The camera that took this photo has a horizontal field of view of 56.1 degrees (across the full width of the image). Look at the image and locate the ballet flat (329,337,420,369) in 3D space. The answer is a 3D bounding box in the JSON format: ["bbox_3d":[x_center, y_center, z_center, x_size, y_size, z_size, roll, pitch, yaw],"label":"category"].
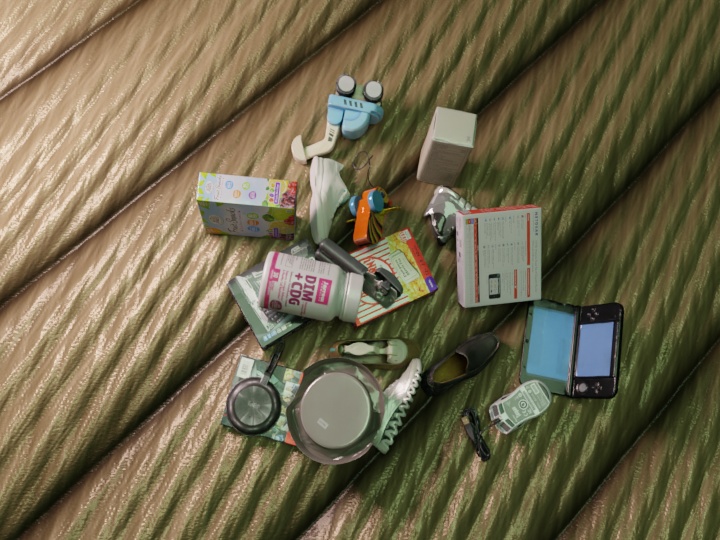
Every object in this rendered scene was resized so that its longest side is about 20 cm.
[{"bbox_3d":[0.034,0.167,1.399,0.195,0.072,0.069,4,75,-5],"label":"ballet flat"}]

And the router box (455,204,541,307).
[{"bbox_3d":[0.297,-0.031,1.451,0.175,0.049,0.205,-5,103,-8],"label":"router box"}]

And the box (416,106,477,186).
[{"bbox_3d":[0.185,-0.264,1.472,0.093,0.200,0.079,11,72,-3],"label":"box"}]

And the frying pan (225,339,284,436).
[{"bbox_3d":[-0.187,0.244,1.357,0.115,0.031,0.190,45,78,6],"label":"frying pan"}]

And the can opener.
[{"bbox_3d":[0.000,0.000,1.416,0.199,0.054,0.067,38,42,6],"label":"can opener"}]

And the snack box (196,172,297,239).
[{"bbox_3d":[-0.231,-0.130,1.405,0.195,0.169,0.069,5,70,-4],"label":"snack box"}]

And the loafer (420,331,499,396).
[{"bbox_3d":[0.217,0.193,1.412,0.198,0.072,0.073,-35,79,-15],"label":"loafer"}]

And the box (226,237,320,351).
[{"bbox_3d":[-0.159,0.048,1.423,0.198,0.050,0.160,-29,80,-13],"label":"box"}]

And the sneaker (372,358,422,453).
[{"bbox_3d":[0.066,0.265,1.377,0.080,0.075,0.203,25,75,11],"label":"sneaker"}]

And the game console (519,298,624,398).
[{"bbox_3d":[0.447,0.158,1.429,0.115,0.175,0.204,21,71,-29],"label":"game console"}]

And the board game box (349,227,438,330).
[{"bbox_3d":[0.047,0.017,1.457,0.197,0.046,0.154,-24,78,-12],"label":"board game box"}]

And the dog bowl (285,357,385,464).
[{"bbox_3d":[-0.046,0.276,1.328,0.195,0.059,0.205,-2,74,7],"label":"dog bowl"}]

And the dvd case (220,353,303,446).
[{"bbox_3d":[-0.170,0.268,1.375,0.196,0.022,0.149,16,73,-3],"label":"dvd case"}]

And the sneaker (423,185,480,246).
[{"bbox_3d":[0.227,-0.089,1.502,0.198,0.075,0.117,34,82,9],"label":"sneaker"}]

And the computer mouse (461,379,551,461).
[{"bbox_3d":[0.309,0.301,1.409,0.197,0.044,0.111,-28,74,-7],"label":"computer mouse"}]

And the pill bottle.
[{"bbox_3d":[-0.097,0.037,1.347,0.195,0.114,0.116,11,73,-3],"label":"pill bottle"}]

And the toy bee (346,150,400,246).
[{"bbox_3d":[0.036,-0.140,1.468,0.129,0.108,0.204,13,82,41],"label":"toy bee"}]

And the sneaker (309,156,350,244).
[{"bbox_3d":[-0.065,-0.154,1.486,0.087,0.075,0.205,5,72,-17],"label":"sneaker"}]

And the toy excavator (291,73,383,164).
[{"bbox_3d":[-0.049,-0.330,1.528,0.190,0.100,0.205,11,82,-2],"label":"toy excavator"}]
